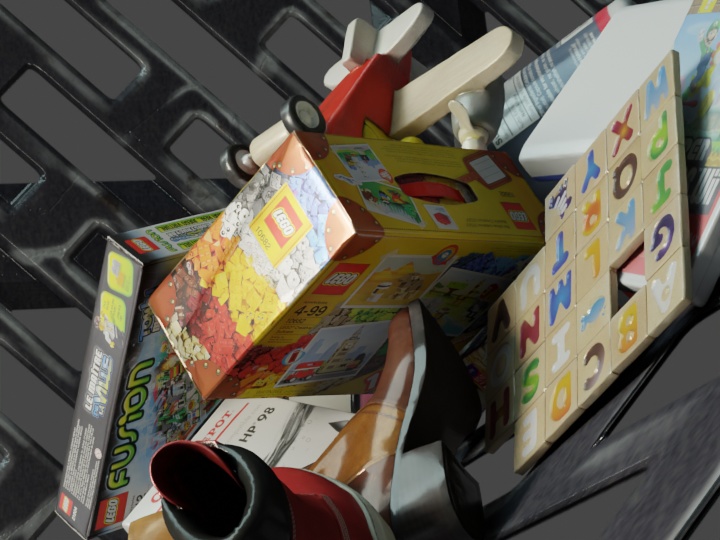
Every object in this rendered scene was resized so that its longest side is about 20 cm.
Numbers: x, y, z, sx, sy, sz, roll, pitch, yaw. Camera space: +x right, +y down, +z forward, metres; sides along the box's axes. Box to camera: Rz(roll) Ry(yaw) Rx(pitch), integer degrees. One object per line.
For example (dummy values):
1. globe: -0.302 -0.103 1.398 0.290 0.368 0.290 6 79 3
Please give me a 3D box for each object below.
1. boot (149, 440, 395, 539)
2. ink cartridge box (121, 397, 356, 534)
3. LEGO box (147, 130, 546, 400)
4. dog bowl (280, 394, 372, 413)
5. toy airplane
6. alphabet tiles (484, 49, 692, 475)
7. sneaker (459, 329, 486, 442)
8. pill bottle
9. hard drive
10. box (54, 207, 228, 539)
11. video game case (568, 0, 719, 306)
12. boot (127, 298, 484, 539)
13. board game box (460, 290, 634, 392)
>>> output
1. boot: -0.049 0.110 1.004 0.072 0.144 0.200 -46 23 -1
2. ink cartridge box: -0.054 0.138 1.256 0.200 0.067 0.116 7 49 46
3. LEGO box: 0.000 0.000 1.267 0.200 0.077 0.149 1 -41 -50
4. dog bowl: 0.017 0.053 1.526 0.200 0.074 0.201 10 -90 -70
5. toy airplane: 0.012 -0.078 1.398 0.199 0.141 0.200 -43 9 -7
6. alphabet tiles: 0.115 0.005 1.135 0.200 0.008 0.168 -52 26 45
7. sneaker: 0.061 0.069 1.461 0.084 0.080 0.200 -62 -7 23
8. pill bottle: 0.132 -0.078 1.454 0.200 0.120 0.120 -37 5 15
9. hard drive: 0.192 -0.109 1.217 0.200 0.025 0.132 -2 45 53
10. box: -0.118 0.062 1.318 0.110 0.035 0.201 -16 -49 -43
11. video game case: 0.180 -0.080 1.107 0.201 0.017 0.143 -65 17 -3
12. boot: -0.032 0.115 1.168 0.199 0.069 0.189 -24 43 18
13. board game box: 0.142 -0.001 1.289 0.152 0.046 0.200 -49 1 -17
